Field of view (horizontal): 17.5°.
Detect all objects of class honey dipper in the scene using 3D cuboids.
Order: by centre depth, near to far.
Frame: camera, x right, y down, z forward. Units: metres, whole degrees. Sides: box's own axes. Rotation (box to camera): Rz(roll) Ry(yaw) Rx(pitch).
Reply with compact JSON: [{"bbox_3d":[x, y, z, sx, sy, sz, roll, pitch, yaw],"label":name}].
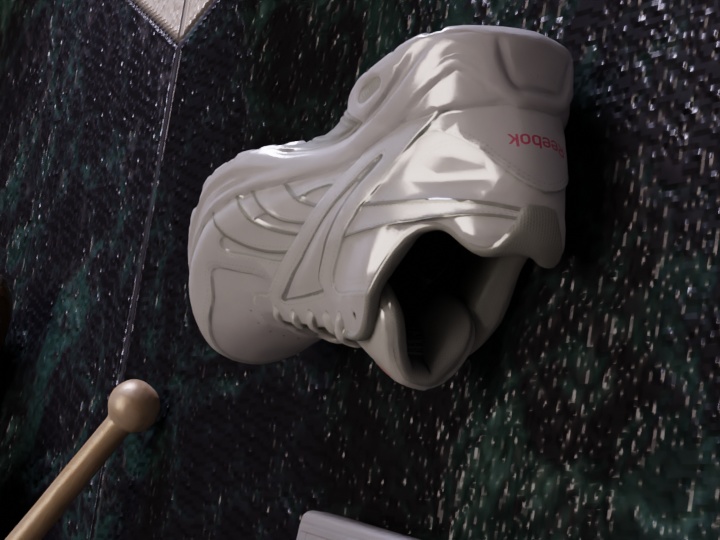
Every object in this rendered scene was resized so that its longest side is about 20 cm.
[{"bbox_3d":[-0.153,0.127,0.997,0.200,0.038,0.038,-49,32,3],"label":"honey dipper"}]

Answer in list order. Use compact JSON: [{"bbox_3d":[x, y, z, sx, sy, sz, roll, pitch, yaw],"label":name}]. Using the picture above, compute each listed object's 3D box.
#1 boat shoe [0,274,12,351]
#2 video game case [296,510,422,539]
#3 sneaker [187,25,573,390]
[{"bbox_3d":[-0.222,0.072,1.176,0.200,0.075,0.074,125,141,-48],"label":"boat shoe"},{"bbox_3d":[0.015,0.180,0.737,0.200,0.024,0.184,6,83,61],"label":"video game case"},{"bbox_3d":[0.000,0.000,0.795,0.200,0.077,0.100,-39,48,50],"label":"sneaker"}]
